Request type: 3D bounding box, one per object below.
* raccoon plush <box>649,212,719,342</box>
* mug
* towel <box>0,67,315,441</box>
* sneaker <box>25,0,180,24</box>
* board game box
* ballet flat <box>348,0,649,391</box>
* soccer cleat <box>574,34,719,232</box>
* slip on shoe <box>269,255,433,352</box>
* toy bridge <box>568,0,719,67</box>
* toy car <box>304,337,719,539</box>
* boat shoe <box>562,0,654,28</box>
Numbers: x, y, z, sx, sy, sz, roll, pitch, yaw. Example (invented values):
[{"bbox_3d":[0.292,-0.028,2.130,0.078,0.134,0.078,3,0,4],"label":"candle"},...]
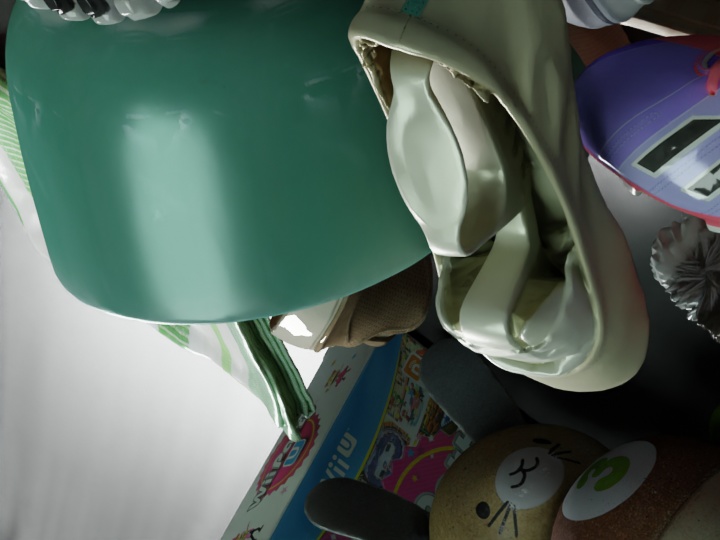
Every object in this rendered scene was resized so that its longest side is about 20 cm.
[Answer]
[{"bbox_3d":[0.214,0.032,0.862,0.134,0.097,0.200,33,-173,-39],"label":"raccoon plush"},{"bbox_3d":[-0.028,-0.073,0.820,0.152,0.184,0.115,-126,21,-61],"label":"mug"},{"bbox_3d":[-0.107,-0.016,1.058,0.200,0.023,0.153,35,160,37],"label":"towel"},{"bbox_3d":[-0.052,-0.124,0.725,0.199,0.081,0.075,5,136,37],"label":"sneaker"},{"bbox_3d":[0.041,0.142,1.115,0.200,0.148,0.064,37,156,-16],"label":"board game box"},{"bbox_3d":[0.040,-0.016,0.731,0.069,0.070,0.201,11,141,32],"label":"ballet flat"},{"bbox_3d":[0.153,-0.044,0.708,0.199,0.067,0.077,18,147,25],"label":"soccer cleat"},{"bbox_3d":[0.000,0.000,0.948,0.060,0.077,0.200,12,174,-1],"label":"slip on shoe"},{"bbox_3d":[0.080,-0.073,0.831,0.199,0.027,0.067,1,140,44],"label":"toy bridge"},{"bbox_3d":[0.079,0.104,1.016,0.199,0.164,0.158,30,154,30],"label":"toy car"},{"bbox_3d":[0.085,-0.132,0.667,0.066,0.074,0.200,20,152,18],"label":"boat shoe"}]
